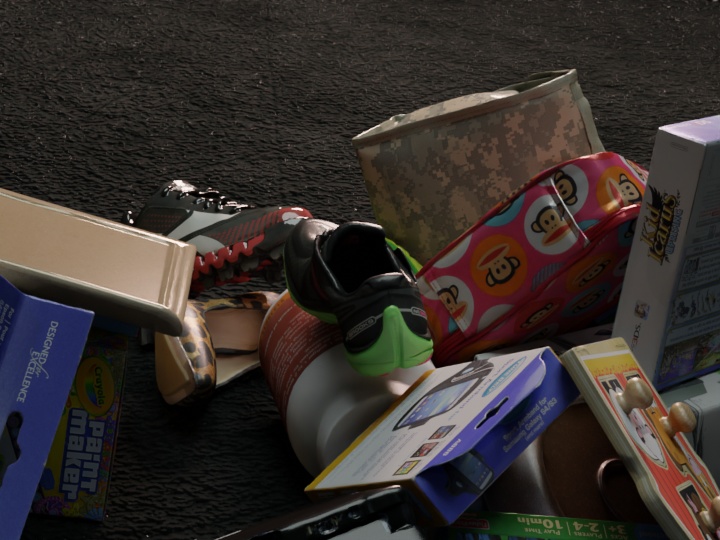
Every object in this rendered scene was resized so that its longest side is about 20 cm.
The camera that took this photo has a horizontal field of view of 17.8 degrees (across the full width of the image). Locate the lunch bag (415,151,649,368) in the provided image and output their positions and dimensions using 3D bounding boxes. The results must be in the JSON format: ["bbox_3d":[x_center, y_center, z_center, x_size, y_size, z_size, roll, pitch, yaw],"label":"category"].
[{"bbox_3d":[0.140,0.001,1.680,0.082,0.200,0.176,59,17,20],"label":"lunch bag"}]

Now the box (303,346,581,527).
[{"bbox_3d":[0.051,0.103,1.374,0.119,0.042,0.200,-43,11,-21],"label":"box"}]

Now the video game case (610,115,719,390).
[{"bbox_3d":[0.258,-0.020,1.639,0.045,0.182,0.200,21,21,33],"label":"video game case"}]

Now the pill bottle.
[{"bbox_3d":[-0.003,0.084,1.580,0.112,0.113,0.200,5,19,-13],"label":"pill bottle"}]

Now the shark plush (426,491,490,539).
[{"bbox_3d":[0.096,0.191,1.450,0.200,0.091,0.083,14,30,-54],"label":"shark plush"}]

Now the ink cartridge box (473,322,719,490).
[{"bbox_3d":[0.189,0.108,1.645,0.145,0.084,0.200,25,24,38],"label":"ink cartridge box"}]

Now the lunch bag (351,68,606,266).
[{"bbox_3d":[0.117,-0.066,1.883,0.199,0.165,0.118,-13,9,27],"label":"lunch bag"}]

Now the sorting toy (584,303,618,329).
[{"bbox_3d":[0.253,0.006,1.837,0.070,0.200,0.199,55,27,7],"label":"sorting toy"}]

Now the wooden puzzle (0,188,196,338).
[{"bbox_3d":[-0.201,-0.007,1.484,0.184,0.037,0.200,17,13,-6],"label":"wooden puzzle"}]

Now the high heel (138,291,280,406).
[{"bbox_3d":[-0.082,0.054,1.686,0.142,0.072,0.200,-2,12,-12],"label":"high heel"}]

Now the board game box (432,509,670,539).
[{"bbox_3d":[0.126,0.219,1.280,0.151,0.037,0.200,6,39,-11],"label":"board game box"}]

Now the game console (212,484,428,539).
[{"bbox_3d":[-0.055,0.205,1.272,0.199,0.117,0.176,-18,-2,-19],"label":"game console"}]

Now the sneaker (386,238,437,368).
[{"bbox_3d":[0.013,0.022,1.827,0.083,0.074,0.200,-2,22,-41],"label":"sneaker"}]

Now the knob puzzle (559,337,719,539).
[{"bbox_3d":[0.199,0.125,1.380,0.030,0.220,0.220,-33,13,13],"label":"knob puzzle"}]

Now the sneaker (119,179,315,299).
[{"bbox_3d":[-0.116,-0.029,1.756,0.200,0.098,0.071,-16,-14,38],"label":"sneaker"}]

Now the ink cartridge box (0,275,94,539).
[{"bbox_3d":[-0.281,0.084,1.346,0.199,0.198,0.047,12,-19,12],"label":"ink cartridge box"}]

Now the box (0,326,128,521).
[{"bbox_3d":[-0.254,0.060,1.518,0.192,0.123,0.200,7,19,-9],"label":"box"}]

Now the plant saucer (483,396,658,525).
[{"bbox_3d":[0.164,0.149,1.441,0.200,0.032,0.201,24,40,-23],"label":"plant saucer"}]

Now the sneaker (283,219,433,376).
[{"bbox_3d":[0.000,0.000,1.524,0.076,0.084,0.200,-13,23,-17],"label":"sneaker"}]
